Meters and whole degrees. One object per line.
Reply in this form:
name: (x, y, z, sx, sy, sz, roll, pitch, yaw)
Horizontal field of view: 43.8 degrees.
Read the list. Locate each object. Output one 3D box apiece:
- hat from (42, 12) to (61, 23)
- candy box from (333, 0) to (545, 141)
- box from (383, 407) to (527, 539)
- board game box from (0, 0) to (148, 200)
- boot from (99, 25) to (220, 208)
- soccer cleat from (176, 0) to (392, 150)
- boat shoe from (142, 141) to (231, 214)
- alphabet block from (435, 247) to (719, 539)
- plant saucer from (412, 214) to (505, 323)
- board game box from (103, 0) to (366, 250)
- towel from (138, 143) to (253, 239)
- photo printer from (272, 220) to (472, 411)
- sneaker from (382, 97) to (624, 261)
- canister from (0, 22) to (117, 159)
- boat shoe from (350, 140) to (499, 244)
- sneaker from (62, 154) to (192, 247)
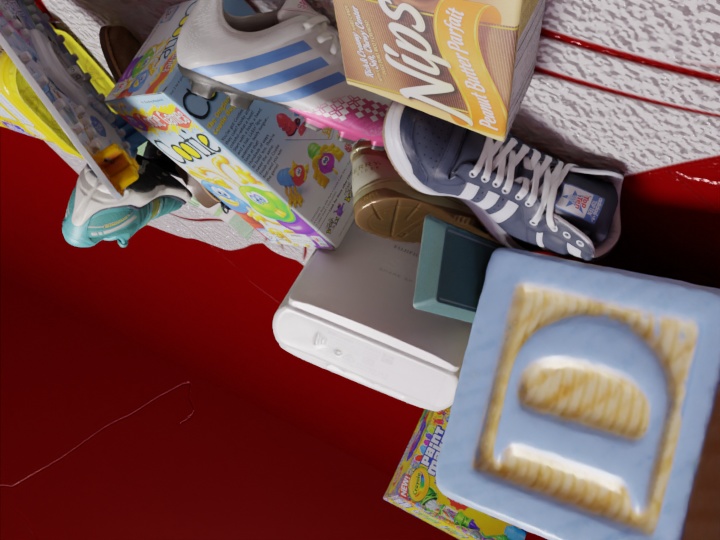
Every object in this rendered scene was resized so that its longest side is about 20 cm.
hat: (-0.382, -0.319, 0.772, 0.165, 0.176, 0.201, 28, 128, 18)
candy box: (0.044, -0.162, 0.503, 0.115, 0.056, 0.200, 24, 162, 14)
box: (0.167, 0.286, 1.317, 0.192, 0.201, 0.122, 27, 162, 0)
board game box: (-0.239, -0.167, 0.727, 0.201, 0.026, 0.200, 58, -178, -21)
boot: (-0.167, -0.156, 0.849, 0.075, 0.074, 0.200, -25, 124, 15)
soccer cleat: (-0.029, -0.146, 0.640, 0.199, 0.087, 0.070, 13, -160, -22)
boat shoe: (-0.142, -0.094, 0.959, 0.199, 0.063, 0.075, 31, 160, -12)
alphabet block: (0.204, 0.109, 0.697, 0.195, 0.198, 0.200, 15, 178, 38)
plant saucer: (0.107, 0.010, 0.722, 0.019, 0.070, 0.199, 3, 172, 38)
board game box: (-0.089, -0.118, 0.743, 0.103, 0.105, 0.200, 8, 153, 49)
towel: (-0.205, -0.109, 1.074, 0.199, 0.023, 0.153, 31, 161, -9)
photo printer: (0.034, 0.015, 0.799, 0.166, 0.200, 0.070, 22, 130, 6)
sneaker: (0.111, -0.066, 0.633, 0.108, 0.070, 0.200, 14, 168, 48)
canister: (-0.368, -0.203, 0.955, 0.199, 0.087, 0.149, 19, 161, 31)
boat shoe: (0.069, -0.053, 0.732, 0.073, 0.063, 0.199, -28, 151, 32)
sneaker: (-0.223, -0.066, 0.844, 0.077, 0.080, 0.200, 34, -168, 4)
